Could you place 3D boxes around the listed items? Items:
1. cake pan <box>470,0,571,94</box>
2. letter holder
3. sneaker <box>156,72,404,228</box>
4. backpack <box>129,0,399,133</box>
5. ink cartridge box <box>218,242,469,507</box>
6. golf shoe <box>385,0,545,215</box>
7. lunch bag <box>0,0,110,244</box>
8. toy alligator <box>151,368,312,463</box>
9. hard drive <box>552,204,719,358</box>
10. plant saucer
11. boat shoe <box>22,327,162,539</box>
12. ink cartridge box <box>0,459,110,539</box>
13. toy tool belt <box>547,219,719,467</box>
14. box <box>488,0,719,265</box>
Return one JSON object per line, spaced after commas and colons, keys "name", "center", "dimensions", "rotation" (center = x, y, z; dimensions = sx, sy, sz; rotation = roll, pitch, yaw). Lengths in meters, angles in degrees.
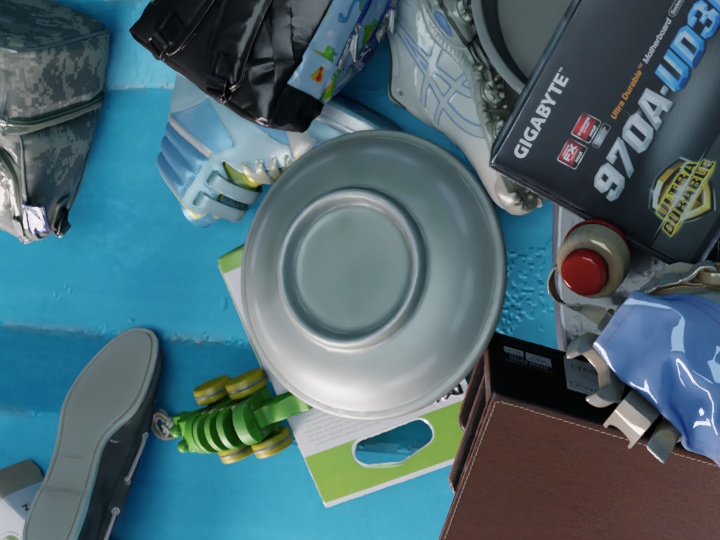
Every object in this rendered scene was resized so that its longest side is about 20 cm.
{"name": "cake pan", "center": [0.175, -0.194, 1.182], "dimensions": [0.198, 0.037, 0.203], "rotation": [-3, 79, 13]}
{"name": "letter holder", "center": [0.160, 0.149, 1.171], "dimensions": [0.198, 0.101, 0.143], "rotation": [16, 112, -4]}
{"name": "sneaker", "center": [-0.064, -0.079, 1.276], "dimensions": [0.199, 0.079, 0.132], "rotation": [24, 99, 26]}
{"name": "backpack", "center": [-0.042, -0.213, 1.188], "dimensions": [0.163, 0.153, 0.202], "rotation": [33, 109, 33]}
{"name": "ink cartridge box", "center": [0.004, 0.051, 1.263], "dimensions": [0.147, 0.076, 0.202], "rotation": [-21, 95, 19]}
{"name": "golf shoe", "center": [0.070, -0.126, 1.239], "dimensions": [0.097, 0.078, 0.202], "rotation": [-26, 79, 36]}
{"name": "lunch bag", "center": [-0.301, -0.127, 1.329], "dimensions": [0.198, 0.139, 0.169], "rotation": [20, 116, 17]}
{"name": "toy alligator", "center": [-0.112, 0.116, 1.272], "dimensions": [0.199, 0.054, 0.060], "rotation": [-15, 101, 47]}
{"name": "hard drive", "center": [0.197, -0.022, 1.206], "dimensions": [0.133, 0.042, 0.203], "rotation": [2, 94, 19]}
{"name": "plant saucer", "center": [0.000, 0.000, 1.174], "dimensions": [0.198, 0.050, 0.203], "rotation": [-3, 82, 21]}
{"name": "boat shoe", "center": [-0.201, 0.141, 1.326], "dimensions": [0.066, 0.057, 0.202], "rotation": [9, 62, 24]}
{"name": "ink cartridge box", "center": [-0.257, 0.280, 1.368], "dimensions": [0.200, 0.075, 0.165], "rotation": [40, 106, 13]}
{"name": "toy tool belt", "center": [0.194, 0.053, 1.067], "dimensions": [0.199, 0.123, 0.125], "rotation": [35, 125, 8]}
{"name": "box", "center": [0.197, -0.120, 1.110], "dimensions": [0.158, 0.046, 0.201], "rotation": [28, 110, -5]}
